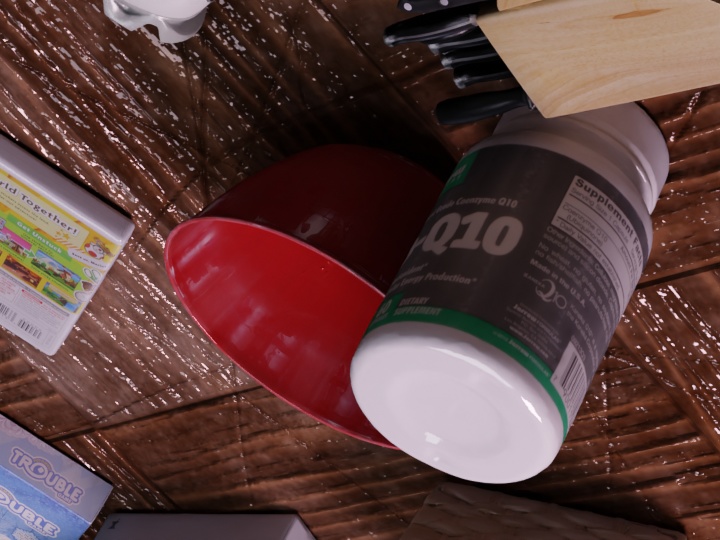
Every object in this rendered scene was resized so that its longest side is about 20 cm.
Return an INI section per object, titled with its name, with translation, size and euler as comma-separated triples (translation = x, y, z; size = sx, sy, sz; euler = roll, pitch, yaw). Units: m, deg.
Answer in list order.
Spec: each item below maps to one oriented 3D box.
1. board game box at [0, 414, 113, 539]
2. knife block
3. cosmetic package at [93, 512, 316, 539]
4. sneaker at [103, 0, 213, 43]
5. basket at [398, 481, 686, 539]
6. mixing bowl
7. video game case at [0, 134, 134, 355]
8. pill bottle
[board game box]
translation = -0.319, 0.171, 1.749
size = 0.200, 0.043, 0.199
euler = 33, 143, -5
[knife block]
translation = 0.115, -0.115, 1.073
size = 0.200, 0.064, 0.176
euler = 24, 145, 7
[cosmetic package]
translation = -0.100, 0.294, 1.680
size = 0.199, 0.123, 0.200
euler = -5, 131, 39
[sneaker]
translation = -0.159, -0.204, 1.155
size = 0.200, 0.074, 0.089
euler = 25, 146, -10
[basket]
translation = 0.114, 0.236, 1.433
size = 0.200, 0.136, 0.123
euler = 9, 127, 25
[mixing bowl]
translation = 0.000, 0.000, 1.245
size = 0.200, 0.108, 0.200
euler = 27, 154, 15
[video game case]
translation = -0.264, -0.039, 1.471
size = 0.200, 0.023, 0.182
euler = 34, 145, -4
[pill bottle]
translation = 0.083, 0.001, 1.120
size = 0.113, 0.200, 0.113
euler = 19, 143, 15
